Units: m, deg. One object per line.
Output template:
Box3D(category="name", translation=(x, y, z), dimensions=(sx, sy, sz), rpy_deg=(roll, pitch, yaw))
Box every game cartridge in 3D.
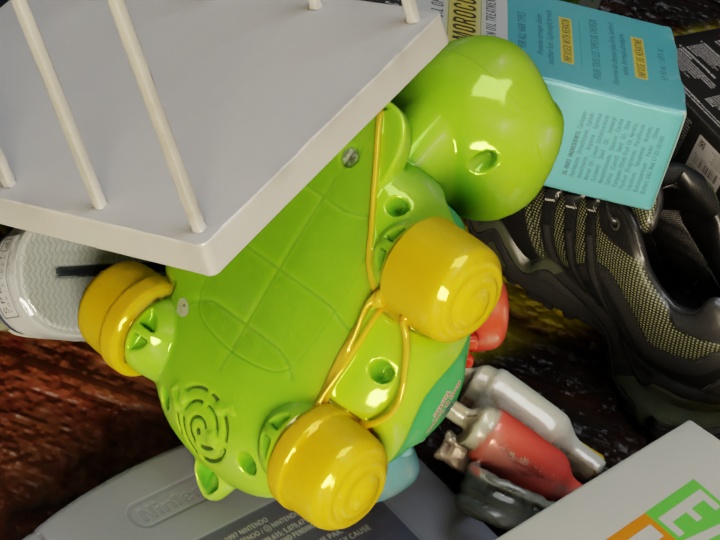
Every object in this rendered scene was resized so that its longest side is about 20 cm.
Box3D(category="game cartridge", translation=(-0.041, 0.122, 0.761), dimensions=(0.199, 0.041, 0.133), rpy_deg=(-22, 59, -40))

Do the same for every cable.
Box3D(category="cable", translation=(0.110, 0.095, 0.813), dimensions=(0.199, 0.051, 0.097), rpy_deg=(26, 11, 0))

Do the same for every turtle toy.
Box3D(category="turtle toy", translation=(0.000, 0.000, 0.768), dimensions=(0.145, 0.201, 0.101), rpy_deg=(35, 4, 34))

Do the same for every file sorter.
Box3D(category="file sorter", translation=(-0.099, -0.105, 0.733), dimensions=(0.199, 0.125, 0.139), rpy_deg=(13, 45, 38))

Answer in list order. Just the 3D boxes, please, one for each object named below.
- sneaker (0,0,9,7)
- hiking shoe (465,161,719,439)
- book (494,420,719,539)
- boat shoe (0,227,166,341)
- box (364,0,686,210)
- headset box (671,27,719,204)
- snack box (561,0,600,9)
Box3D(category="sneaker", translation=(-0.210, -0.096, 0.926), dimensions=(0.199, 0.076, 0.088), rpy_deg=(-18, 29, -35))
Box3D(category="hiking shoe", translation=(0.119, -0.021, 0.941), dimensions=(0.075, 0.101, 0.200), rpy_deg=(-15, 51, -37))
Box3D(category="book", translation=(0.103, 0.136, 0.718), dimensions=(0.134, 0.048, 0.199), rpy_deg=(43, 39, 19))
Box3D(category="boat shoe", translation=(-0.068, 0.000, 0.866), dimensions=(0.199, 0.073, 0.062), rpy_deg=(4, -4, -36))
Box3D(category="box", translation=(0.032, -0.087, 0.875), dimensions=(0.198, 0.049, 0.083), rpy_deg=(13, 32, -5))
Box3D(category="headset box", translation=(0.236, -0.055, 1.050), dimensions=(0.199, 0.078, 0.149), rpy_deg=(-13, 50, -36))
Box3D(category="snack box", translation=(0.015, -0.153, 0.996), dimensions=(0.198, 0.169, 0.068), rpy_deg=(20, 42, -1))
